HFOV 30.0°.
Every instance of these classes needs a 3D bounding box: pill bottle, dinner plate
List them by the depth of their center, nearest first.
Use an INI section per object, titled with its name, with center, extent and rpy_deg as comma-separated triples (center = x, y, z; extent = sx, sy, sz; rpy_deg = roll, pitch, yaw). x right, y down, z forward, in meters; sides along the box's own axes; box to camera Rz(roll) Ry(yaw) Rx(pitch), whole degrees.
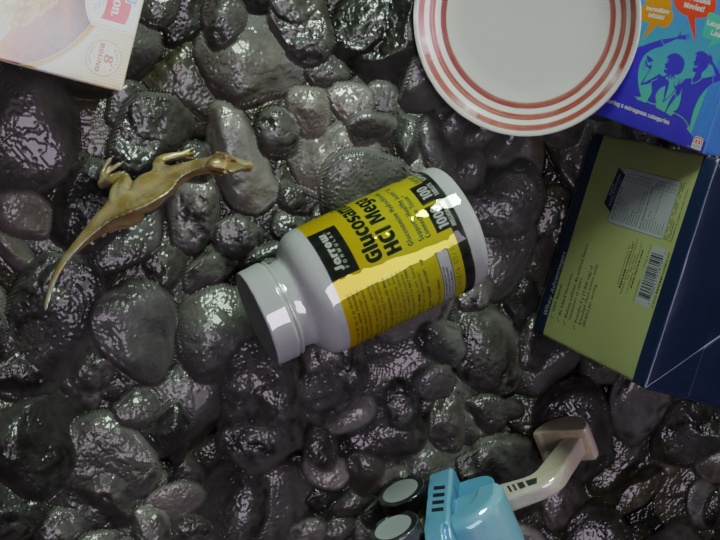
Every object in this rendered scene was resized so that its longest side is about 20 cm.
[pill bottle]
center = 0.000, 0.000, 1.146
extent = 0.199, 0.112, 0.113
rpy_deg = -25, 109, -14
[dinner plate]
center = 0.142, -0.217, 1.152
extent = 0.198, 0.024, 0.202
rpy_deg = 5, 104, 18

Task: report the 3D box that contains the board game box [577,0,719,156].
[board game box]
center = 0.265, -0.214, 1.120
extent = 0.045, 0.152, 0.202
rpy_deg = -1, 111, -46

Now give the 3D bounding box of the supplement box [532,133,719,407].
[supplement box]
center = 0.282, -0.002, 1.200
extent = 0.133, 0.200, 0.202
rpy_deg = 15, 96, -23

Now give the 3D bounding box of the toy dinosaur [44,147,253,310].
[toy dinosaur]
center = -0.186, -0.054, 1.072
extent = 0.199, 0.101, 0.058
rpy_deg = -34, 111, -11

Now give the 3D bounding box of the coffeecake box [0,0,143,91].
[coffeecake box]
center = -0.264, -0.237, 1.021
extent = 0.198, 0.073, 0.155
rpy_deg = 12, 96, -22

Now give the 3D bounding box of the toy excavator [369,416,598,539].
[toy excavator]
center = 0.124, 0.220, 1.235
extent = 0.198, 0.195, 0.101
rpy_deg = -18, 109, 14

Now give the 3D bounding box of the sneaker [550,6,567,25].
[sneaker]
center = 0.186, -0.309, 1.169
extent = 0.072, 0.077, 0.202
rpy_deg = -8, 103, -19
